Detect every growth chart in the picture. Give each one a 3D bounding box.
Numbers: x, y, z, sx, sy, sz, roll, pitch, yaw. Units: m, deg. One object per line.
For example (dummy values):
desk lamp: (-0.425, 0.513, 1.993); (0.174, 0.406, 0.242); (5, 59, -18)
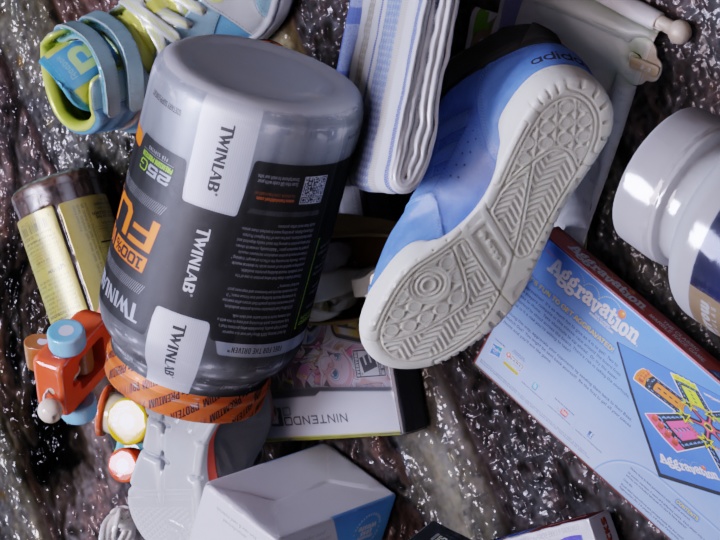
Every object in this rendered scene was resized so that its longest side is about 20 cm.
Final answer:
growth chart: (0.099, -0.087, 1.573); (0.145, 0.018, 0.200); (38, 123, 30)

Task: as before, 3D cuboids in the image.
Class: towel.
towel: (0.017, -0.116, 1.546); (0.200, 0.024, 0.147); (-164, 85, -77)

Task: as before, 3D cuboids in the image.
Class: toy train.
toy train: (-0.162, 0.079, 1.704); (0.056, 0.150, 0.200); (17, 139, 22)

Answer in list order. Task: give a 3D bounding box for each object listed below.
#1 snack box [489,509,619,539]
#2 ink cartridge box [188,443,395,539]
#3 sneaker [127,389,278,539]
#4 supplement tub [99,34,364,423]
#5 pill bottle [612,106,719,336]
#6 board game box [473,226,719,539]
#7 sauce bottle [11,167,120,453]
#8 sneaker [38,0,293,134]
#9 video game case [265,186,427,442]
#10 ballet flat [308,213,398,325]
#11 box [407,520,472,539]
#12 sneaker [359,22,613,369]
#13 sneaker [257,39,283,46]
snack box: (0.081, 0.198, 1.647); (0.200, 0.024, 0.072); (-20, 87, 43)
ink cartridge box: (-0.061, 0.218, 1.721); (0.067, 0.116, 0.200); (34, 121, 31)
sneaker: (-0.088, 0.078, 1.699); (0.077, 0.082, 0.200); (31, 117, 27)
supplement tub: (-0.078, -0.022, 1.558); (0.122, 0.122, 0.200); (31, 116, 34)
pill bottle: (0.229, -0.002, 1.409); (0.200, 0.111, 0.111); (35, 121, 32)
board game box: (0.157, 0.075, 1.545); (0.200, 0.019, 0.103); (42, 127, 23)
sauce bottle: (-0.173, 0.034, 1.816); (0.065, 0.065, 0.200); (-22, 84, 43)
sneaker: (-0.123, -0.153, 1.683); (0.080, 0.130, 0.200); (49, 127, 25)
video game case: (-0.047, 0.008, 1.722); (0.181, 0.025, 0.200); (-6, 95, 43)
ballet flat: (0.000, 0.000, 1.619); (0.200, 0.063, 0.069); (-7, 99, 38)
box: (0.018, 0.275, 1.601); (0.086, 0.164, 0.200); (27, 126, 26)
sneaker: (0.058, -0.046, 1.526); (0.200, 0.077, 0.111); (-58, 27, 19)
sneaker: (-0.090, -0.064, 1.697); (0.200, 0.070, 0.090); (-44, 41, 46)
